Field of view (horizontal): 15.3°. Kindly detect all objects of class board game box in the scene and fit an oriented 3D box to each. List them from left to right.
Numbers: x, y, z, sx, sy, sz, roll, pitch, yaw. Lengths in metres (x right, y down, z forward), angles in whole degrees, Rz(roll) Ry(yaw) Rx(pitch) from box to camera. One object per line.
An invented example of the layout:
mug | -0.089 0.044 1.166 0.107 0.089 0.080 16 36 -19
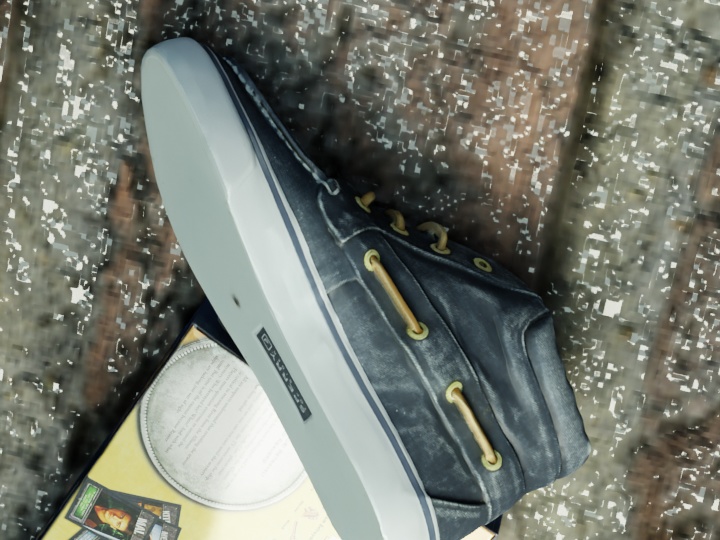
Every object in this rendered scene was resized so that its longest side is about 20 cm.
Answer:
board game box | -0.057 0.126 0.998 0.135 0.035 0.200 35 111 -5

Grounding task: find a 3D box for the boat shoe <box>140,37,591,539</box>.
boat shoe | 0.000 0.000 0.932 0.091 0.071 0.201 -25 86 -21
